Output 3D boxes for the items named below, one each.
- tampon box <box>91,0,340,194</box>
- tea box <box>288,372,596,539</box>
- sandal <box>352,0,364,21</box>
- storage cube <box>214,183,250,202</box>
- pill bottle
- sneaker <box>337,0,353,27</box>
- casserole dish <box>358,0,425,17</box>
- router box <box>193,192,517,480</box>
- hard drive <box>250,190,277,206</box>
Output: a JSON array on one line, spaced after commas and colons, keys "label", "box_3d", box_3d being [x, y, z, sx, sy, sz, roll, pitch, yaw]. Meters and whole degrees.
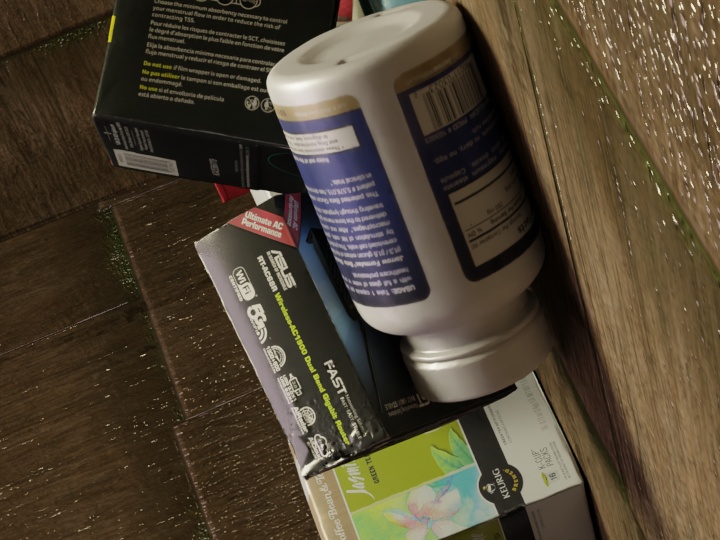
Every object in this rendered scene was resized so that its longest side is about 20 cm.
[{"label": "tampon box", "box_3d": [-0.076, -0.162, 1.112, 0.150, 0.126, 0.200, 107, 173, -81]}, {"label": "tea box", "box_3d": [0.072, 0.194, 1.457, 0.200, 0.197, 0.134, 71, 177, -55]}, {"label": "sandal", "box_3d": [-0.007, -0.125, 1.225, 0.080, 0.057, 0.201, -128, 35, -68]}, {"label": "storage cube", "box_3d": [-0.082, -0.198, 1.624, 0.200, 0.180, 0.171, 71, 176, -57]}, {"label": "pill bottle", "box_3d": [0.034, -0.034, 1.006, 0.111, 0.111, 0.200, -116, 4, -72]}, {"label": "sneaker", "box_3d": [-0.026, -0.153, 1.356, 0.200, 0.074, 0.087, 104, 167, -55]}, {"label": "casserole dish", "box_3d": [0.041, -0.109, 1.112, 0.121, 0.039, 0.200, -114, 1, -68]}, {"label": "router box", "box_3d": [0.003, 0.029, 1.104, 0.200, 0.062, 0.150, -12, -105, -63]}, {"label": "hard drive", "box_3d": [-0.088, -0.108, 1.430, 0.132, 0.026, 0.200, 106, 139, -81]}]
